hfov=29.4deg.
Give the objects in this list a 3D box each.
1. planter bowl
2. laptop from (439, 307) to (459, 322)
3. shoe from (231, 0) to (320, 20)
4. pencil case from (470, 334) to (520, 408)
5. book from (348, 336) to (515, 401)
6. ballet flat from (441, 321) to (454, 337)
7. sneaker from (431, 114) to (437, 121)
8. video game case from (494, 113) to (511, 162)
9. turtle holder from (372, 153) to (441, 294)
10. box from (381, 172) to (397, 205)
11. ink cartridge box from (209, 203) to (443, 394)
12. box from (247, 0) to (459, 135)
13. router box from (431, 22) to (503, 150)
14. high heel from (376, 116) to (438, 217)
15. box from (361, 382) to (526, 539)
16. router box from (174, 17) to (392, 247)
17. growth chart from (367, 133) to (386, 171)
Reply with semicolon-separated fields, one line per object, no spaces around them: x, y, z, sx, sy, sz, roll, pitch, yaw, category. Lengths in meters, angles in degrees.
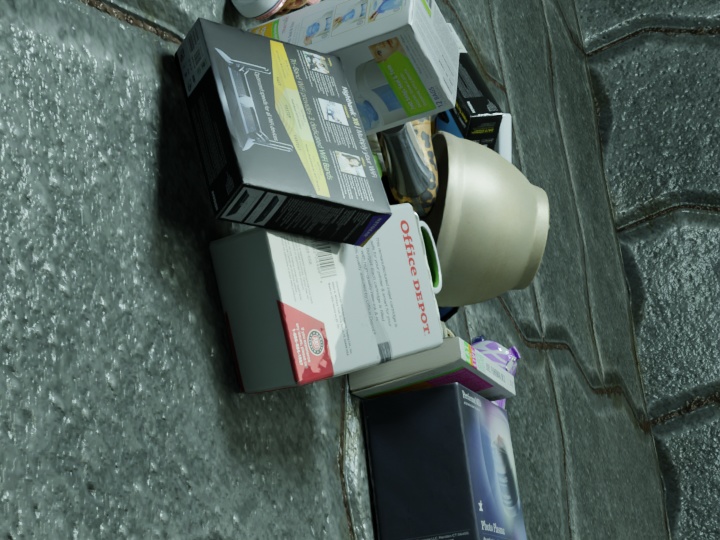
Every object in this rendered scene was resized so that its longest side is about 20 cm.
0.133;-0.047;1.559;0.200;0.135;0.200;-169;-90;-79;planter bowl
0.088;-0.040;1.736;0.200;0.103;0.177;57;-15;5;laptop
-0.081;-0.302;1.462;0.091;0.071;0.200;57;23;-33;shoe
0.165;0.174;1.829;0.200;0.085;0.084;-71;141;-55;pencil case
0.085;0.125;1.562;0.200;0.134;0.048;37;43;-62;book
0.063;0.063;1.647;0.200;0.062;0.067;35;46;-62;ballet flat
0.043;-0.239;1.690;0.081;0.075;0.200;-64;148;-26;sneaker
0.150;-0.101;1.828;0.182;0.022;0.200;180;-91;-66;video game case
0.010;-0.019;1.446;0.141;0.132;0.186;39;42;-60;turtle holder
0.034;-0.148;1.634;0.200;0.040;0.137;71;24;-64;box
-0.028;0.023;1.279;0.200;0.084;0.144;-11;88;-45;ink cartridge box
-0.014;-0.205;1.386;0.113;0.200;0.101;57;28;-38;box
0.116;-0.205;1.791;0.149;0.051;0.200;101;-25;-43;router box
0.050;-0.159;1.502;0.200;0.071;0.143;-88;163;-44;high heel
0.100;0.246;1.548;0.200;0.123;0.198;33;46;-64;box
-0.071;-0.124;1.231;0.157;0.052;0.200;11;48;-34;router box
0.026;-0.197;1.523;0.145;0.018;0.200;15;67;-33;growth chart
